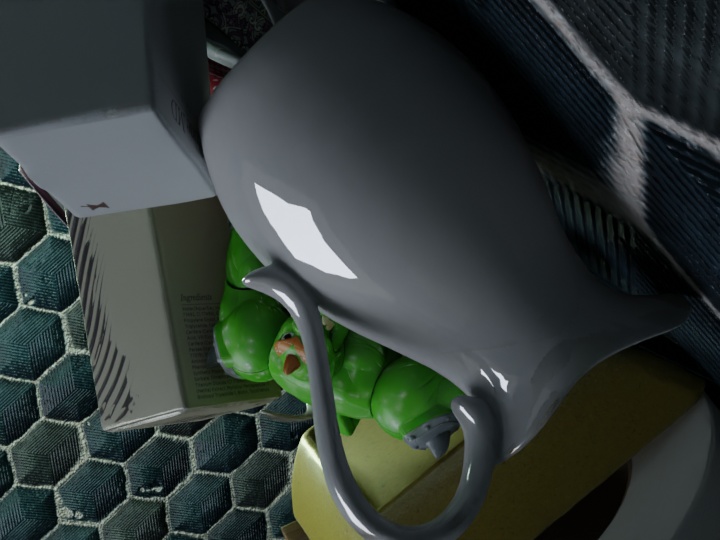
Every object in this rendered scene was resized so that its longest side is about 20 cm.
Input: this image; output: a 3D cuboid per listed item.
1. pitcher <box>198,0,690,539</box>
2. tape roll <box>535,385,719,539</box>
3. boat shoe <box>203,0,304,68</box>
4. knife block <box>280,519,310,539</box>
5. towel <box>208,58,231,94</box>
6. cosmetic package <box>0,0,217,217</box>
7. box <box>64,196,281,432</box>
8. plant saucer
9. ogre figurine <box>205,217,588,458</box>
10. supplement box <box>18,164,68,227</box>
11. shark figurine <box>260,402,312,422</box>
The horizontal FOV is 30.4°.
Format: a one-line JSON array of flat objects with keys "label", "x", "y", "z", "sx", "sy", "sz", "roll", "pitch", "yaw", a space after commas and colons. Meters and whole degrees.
[{"label": "pitcher", "x": 0.012, "y": -0.002, "z": 0.547, "sx": 0.200, "sy": 0.172, "sz": 0.121, "roll": 47, "pitch": 157, "yaw": 1}, {"label": "tape roll", "x": 0.128, "y": 0.166, "z": 0.670, "sx": 0.139, "sy": 0.203, "sz": 0.203, "roll": 49, "pitch": 174, "yaw": -19}, {"label": "boat shoe", "x": -0.090, "y": -0.153, "z": 0.670, "sx": 0.200, "sy": 0.072, "sz": 0.068, "roll": 45, "pitch": -155, "yaw": 25}, {"label": "knife block", "x": 0.076, "y": 0.136, "z": 0.793, "sx": 0.199, "sy": 0.175, "sz": 0.064, "roll": -6, "pitch": -115, "yaw": -47}, {"label": "towel", "x": -0.055, "y": -0.113, "z": 0.727, "sx": 0.144, "sy": 0.023, "sz": 0.200, "roll": 10, "pitch": -158, "yaw": -39}, {"label": "cosmetic package", "x": -0.114, "y": -0.136, "z": 0.579, "sx": 0.101, "sy": 0.071, "sz": 0.201, "roll": 62, "pitch": -159, "yaw": -72}, {"label": "box", "x": -0.109, "y": -0.017, "z": 0.727, "sx": 0.082, "sy": 0.068, "sz": 0.201, "roll": 2, "pitch": -106, "yaw": -53}, {"label": "plant saucer", "x": 0.051, "y": 0.081, "z": 0.697, "sx": 0.049, "sy": 0.200, "sz": 0.200, "roll": 54, "pitch": 173, "yaw": -18}, {"label": "ogre figurine", "x": 0.006, "y": 0.018, "z": 0.661, "sx": 0.199, "sy": 0.120, "sz": 0.098, "roll": 23, "pitch": 166, "yaw": 9}, {"label": "supplement box", "x": -0.172, "y": -0.101, "z": 1.150, "sx": 0.103, "sy": 0.200, "sz": 0.131, "roll": 45, "pitch": 176, "yaw": 21}, {"label": "shark figurine", "x": 0.011, "y": 0.016, "z": 0.829, "sx": 0.090, "sy": 0.127, "sz": 0.215, "roll": -77, "pitch": -4, "yaw": -50}]
